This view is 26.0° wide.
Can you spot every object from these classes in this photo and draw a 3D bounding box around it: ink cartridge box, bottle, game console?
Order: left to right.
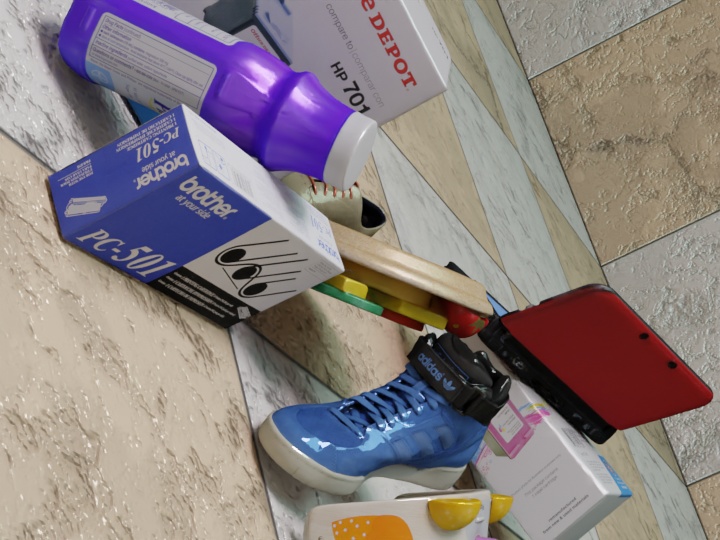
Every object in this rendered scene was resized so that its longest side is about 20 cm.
[{"bbox_3d":[-0.093,-0.026,0.943,0.200,0.093,0.045,36,31,-61],"label":"ink cartridge box"},{"bbox_3d":[-0.086,-0.112,0.962,0.198,0.066,0.084,27,1,9],"label":"bottle"},{"bbox_3d":[-0.056,-0.150,1.066,0.147,0.198,0.086,60,15,-15],"label":"ink cartridge box"},{"bbox_3d":[0.148,0.151,1.436,0.201,0.084,0.144,53,10,18],"label":"ink cartridge box"},{"bbox_3d":[0.192,0.056,1.401,0.200,0.119,0.173,41,12,-35],"label":"game console"}]

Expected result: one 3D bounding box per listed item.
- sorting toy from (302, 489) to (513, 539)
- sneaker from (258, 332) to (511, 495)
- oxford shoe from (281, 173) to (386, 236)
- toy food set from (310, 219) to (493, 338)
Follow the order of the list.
[{"bbox_3d":[0.047,0.242,1.048,0.200,0.105,0.183,16,69,-71],"label":"sorting toy"},{"bbox_3d":[0.024,0.088,1.043,0.199,0.112,0.077,12,27,-47],"label":"sneaker"},{"bbox_3d":[-0.042,-0.064,1.227,0.200,0.074,0.071,32,36,-64],"label":"oxford shoe"},{"bbox_3d":[0.000,0.000,1.119,0.197,0.049,0.199,22,1,-37],"label":"toy food set"}]
